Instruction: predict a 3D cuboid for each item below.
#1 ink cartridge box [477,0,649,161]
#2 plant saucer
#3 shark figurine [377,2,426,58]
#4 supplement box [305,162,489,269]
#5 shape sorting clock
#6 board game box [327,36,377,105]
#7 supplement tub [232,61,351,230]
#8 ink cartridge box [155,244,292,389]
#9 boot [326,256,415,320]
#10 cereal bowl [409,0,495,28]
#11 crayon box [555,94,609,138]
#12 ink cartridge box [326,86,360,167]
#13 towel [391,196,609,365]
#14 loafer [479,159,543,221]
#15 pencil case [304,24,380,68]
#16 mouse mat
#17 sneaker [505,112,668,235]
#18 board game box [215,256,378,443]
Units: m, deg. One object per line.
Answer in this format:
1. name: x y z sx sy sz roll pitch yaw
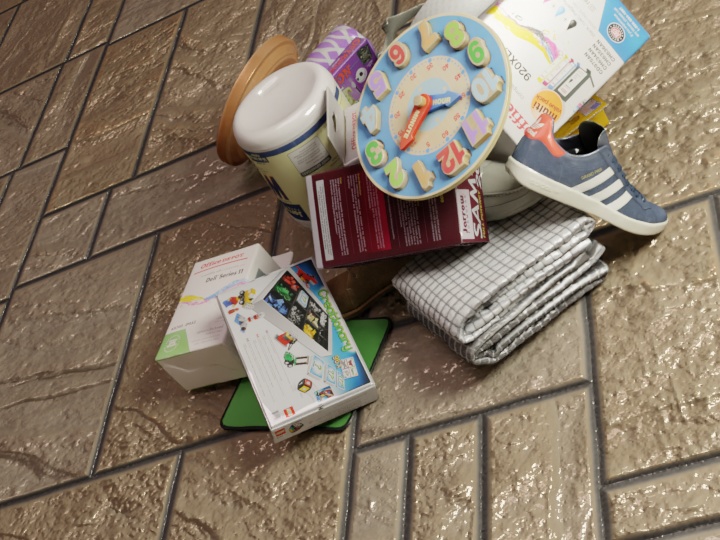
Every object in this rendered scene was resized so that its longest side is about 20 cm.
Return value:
1. ink cartridge box: 0.187 -0.235 1.381 0.200 0.147 0.145 -44 7 -9
2. plant saucer: -0.142 -0.241 1.779 0.032 0.201 0.201 28 65 11
3. shark figurine: 0.062 -0.242 1.662 0.088 0.217 0.128 -3 -2 -16
4. supplement box: 0.038 -0.068 1.346 0.198 0.061 0.110 -9 87 38
5. shape sorting clock: 0.070 -0.170 1.267 0.198 0.039 0.203 -11 73 37
6. board game box: -0.034 -0.207 1.685 0.032 0.120 0.200 18 63 49
7. supplement tub: -0.056 -0.146 1.566 0.144 0.201 0.146 -22 38 18
8. ink cartridge box: -0.167 0.042 1.548 0.116 0.067 0.201 -16 41 33
9. boot: 0.000 0.000 1.468 0.199 0.076 0.074 -28 38 14
10. cereal bowl: 0.156 -0.303 1.535 0.199 0.200 0.084 -37 72 -1
11. crayon box: 0.216 -0.188 1.513 0.125 0.052 0.200 -36 35 1
12. ink cartridge box: 0.034 -0.132 1.477 0.067 0.201 0.118 -23 38 17
13. towel: 0.153 0.002 1.330 0.199 0.086 0.166 -37 28 -7
14. loafer: 0.119 -0.095 1.354 0.198 0.070 0.070 -7 36 40
15. pencil case: -0.057 -0.271 1.811 0.201 0.084 0.086 -53 1 -25
16. mouse mat: -0.065 0.121 1.447 0.198 0.008 0.162 -6 46 37
17. sneaker: 0.248 -0.101 1.265 0.085 0.198 0.075 -65 28 13
18. board game box: -0.075 0.085 1.395 0.125 0.035 0.201 -21 53 -8
